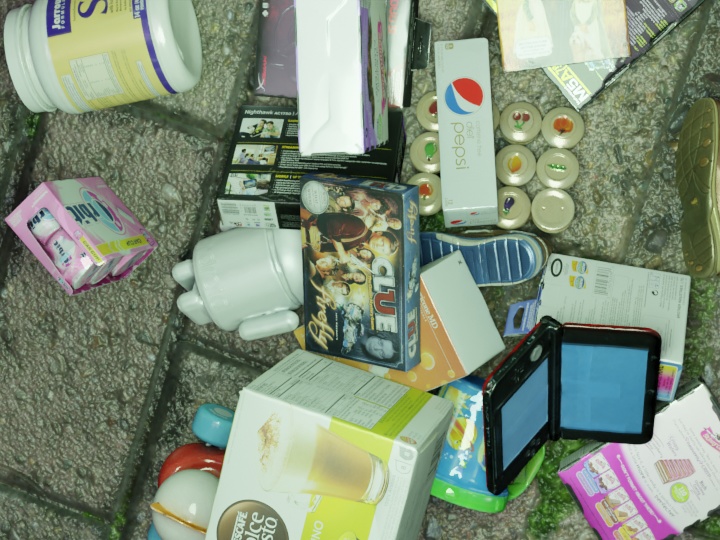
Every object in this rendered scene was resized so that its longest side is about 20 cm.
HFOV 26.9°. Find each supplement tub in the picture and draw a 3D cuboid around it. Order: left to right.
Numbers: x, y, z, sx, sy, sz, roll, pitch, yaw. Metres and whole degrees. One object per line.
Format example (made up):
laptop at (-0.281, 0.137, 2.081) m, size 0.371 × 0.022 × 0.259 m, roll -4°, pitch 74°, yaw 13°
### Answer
supplement tub at (-0.296, -0.263, 1.745) m, size 0.198 × 0.145 × 0.147 m, roll -10°, pitch 95°, yaw 10°

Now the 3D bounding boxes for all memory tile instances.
memory tile at (0.153, -0.125, 1.724) m, size 0.198 × 0.017 × 0.155 m, roll 8°, pitch 76°, yaw 8°

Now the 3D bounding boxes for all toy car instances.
toy car at (-0.172, 0.283, 1.758) m, size 0.175 × 0.200 × 0.186 m, roll 25°, pitch 100°, yaw 6°

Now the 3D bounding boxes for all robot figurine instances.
robot figurine at (-0.119, 0.001, 1.761) m, size 0.198 × 0.113 × 0.171 m, roll -19°, pitch 68°, yaw 11°

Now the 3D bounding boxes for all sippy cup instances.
sippy cup at (0.124, 0.192, 1.733) m, size 0.139 × 0.177 × 0.132 m, roll 21°, pitch 96°, yaw 29°

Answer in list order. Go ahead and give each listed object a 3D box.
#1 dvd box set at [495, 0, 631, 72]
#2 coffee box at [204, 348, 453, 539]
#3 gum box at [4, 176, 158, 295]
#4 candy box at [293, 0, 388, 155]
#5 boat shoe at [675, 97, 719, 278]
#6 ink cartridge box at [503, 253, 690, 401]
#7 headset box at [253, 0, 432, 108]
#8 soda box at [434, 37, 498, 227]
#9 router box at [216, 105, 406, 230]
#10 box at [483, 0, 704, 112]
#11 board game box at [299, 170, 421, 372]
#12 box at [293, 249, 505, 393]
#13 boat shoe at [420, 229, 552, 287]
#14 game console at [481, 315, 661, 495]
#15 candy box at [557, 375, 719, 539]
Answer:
dvd box set at (0.218, -0.328, 1.664) m, size 0.144 × 0.029 × 0.203 m, roll -5°, pitch 97°, yaw 10°
coffee box at (-0.033, 0.223, 1.598) m, size 0.196 × 0.200 × 0.202 m, roll 17°, pitch 103°, yaw 11°
gum box at (-0.321, -0.043, 1.745) m, size 0.066 × 0.200 × 0.114 m, roll -42°, pitch 87°, yaw 11°
candy box at (-0.017, -0.213, 1.599) m, size 0.071 × 0.200 × 0.170 m, roll -1°, pitch 98°, yaw 9°
boat shoe at (0.402, -0.092, 1.695) m, size 0.067 × 0.072 × 0.203 m, roll -1°, pitch 88°, yaw -24°
ink cartridge box at (0.263, 0.060, 1.689) m, size 0.198 × 0.137 × 0.077 m, roll 10°, pitch 138°, yaw 7°
headset box at (-0.016, -0.267, 1.733) m, size 0.197 × 0.075 × 0.151 m, roll 6°, pitch 98°, yaw 8°
soda box at (0.119, -0.155, 1.691) m, size 0.063 × 0.068 × 0.202 m, roll -4°, pitch 75°, yaw 5°
router box at (-0.053, -0.117, 1.726) m, size 0.197 × 0.051 × 0.150 m, roll 4°, pitch 53°, yaw 9°
box at (0.255, -0.317, 1.699) m, size 0.193 × 0.048 × 0.200 m, roll -42°, pitch 89°, yaw 13°
board game box at (0.000, 0.000, 1.633) m, size 0.134 × 0.035 × 0.202 m, roll 10°, pitch 111°, yaw 31°
box at (0.043, 0.078, 1.715) m, size 0.199 × 0.097 × 0.125 m, roll -25°, pitch 92°, yaw 36°
boat shoe at (0.130, -0.012, 1.735) m, size 0.198 × 0.072 × 0.073 m, roll 3°, pitch 101°, yaw 35°
game console at (0.225, 0.155, 1.618) m, size 0.118 × 0.201 × 0.172 m, roll 29°, pitch 56°, yaw 29°
candy box at (0.346, 0.232, 1.737) m, size 0.199 × 0.061 × 0.137 m, roll -33°, pitch 90°, yaw 12°
